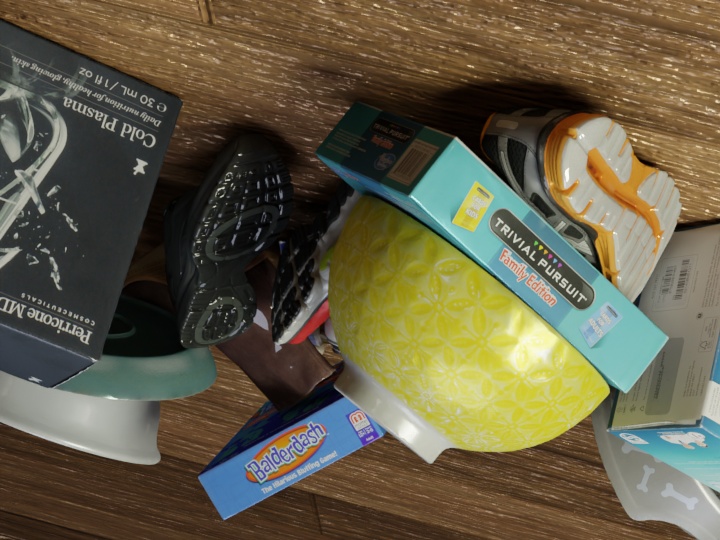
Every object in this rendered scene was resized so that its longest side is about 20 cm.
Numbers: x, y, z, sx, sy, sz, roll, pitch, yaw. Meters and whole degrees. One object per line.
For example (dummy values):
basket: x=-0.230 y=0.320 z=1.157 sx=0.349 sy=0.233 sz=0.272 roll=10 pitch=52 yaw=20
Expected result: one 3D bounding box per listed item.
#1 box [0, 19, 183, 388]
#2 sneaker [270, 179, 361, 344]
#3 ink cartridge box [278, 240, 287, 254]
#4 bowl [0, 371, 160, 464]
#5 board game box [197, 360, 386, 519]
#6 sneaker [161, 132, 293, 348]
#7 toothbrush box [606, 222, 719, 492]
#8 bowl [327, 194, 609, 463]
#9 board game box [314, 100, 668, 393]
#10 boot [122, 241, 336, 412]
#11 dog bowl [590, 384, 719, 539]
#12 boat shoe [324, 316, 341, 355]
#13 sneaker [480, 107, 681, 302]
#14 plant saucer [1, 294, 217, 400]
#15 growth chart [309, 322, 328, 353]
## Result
box: x=-0.252 y=-0.052 z=1.257 sx=0.200 sy=0.197 sz=0.124 roll=22 pitch=160 yaw=-19
sneaker: x=0.000 y=0.000 z=1.330 sx=0.085 sy=0.077 sz=0.200 roll=17 pitch=143 yaw=-25
ink cartridge box: x=0.041 y=0.002 z=1.417 sx=0.200 sy=0.039 sz=0.099 roll=13 pitch=161 yaw=4
bowl: x=-0.252 y=0.090 z=1.620 sx=0.201 sy=0.090 sz=0.201 roll=21 pitch=179 yaw=0
board game box: x=-0.033 y=0.120 z=1.532 sx=0.152 sy=0.045 sz=0.200 roll=-30 pitch=-176 yaw=17
sneaker: x=-0.108 y=-0.032 z=1.353 sx=0.076 sy=0.091 sz=0.200 roll=-8 pitch=143 yaw=-30
toothbrush box: x=0.273 y=0.074 z=1.264 sx=0.200 sy=0.147 sz=0.085 roll=28 pitch=158 yaw=-34
bowl: x=0.046 y=0.055 z=1.185 sx=0.200 sy=0.108 sz=0.200 roll=38 pitch=176 yaw=3
board game box: x=0.080 y=-0.017 z=1.173 sx=0.200 sy=0.047 sz=0.151 roll=40 pitch=176 yaw=-26
boot: x=-0.114 y=0.047 z=1.508 sx=0.166 sy=0.072 sz=0.200 roll=56 pitch=147 yaw=-1
dog bowl: x=0.252 y=0.123 z=1.361 sx=0.200 sy=0.200 sz=0.059 roll=29 pitch=135 yaw=-34
boat shoe: x=0.038 y=0.064 z=1.462 sx=0.069 sy=0.057 sz=0.200 roll=16 pitch=-174 yaw=33
sneaker: x=0.139 y=-0.046 z=1.163 sx=0.077 sy=0.078 sz=0.200 roll=20 pitch=162 yaw=33
plant saucer: x=-0.204 y=0.048 z=1.419 sx=0.200 sy=0.027 sz=0.200 roll=12 pitch=-165 yaw=-3
growth chart: x=-0.075 y=0.035 z=1.635 sx=0.145 sy=0.018 sz=0.200 roll=16 pitch=161 yaw=-2
